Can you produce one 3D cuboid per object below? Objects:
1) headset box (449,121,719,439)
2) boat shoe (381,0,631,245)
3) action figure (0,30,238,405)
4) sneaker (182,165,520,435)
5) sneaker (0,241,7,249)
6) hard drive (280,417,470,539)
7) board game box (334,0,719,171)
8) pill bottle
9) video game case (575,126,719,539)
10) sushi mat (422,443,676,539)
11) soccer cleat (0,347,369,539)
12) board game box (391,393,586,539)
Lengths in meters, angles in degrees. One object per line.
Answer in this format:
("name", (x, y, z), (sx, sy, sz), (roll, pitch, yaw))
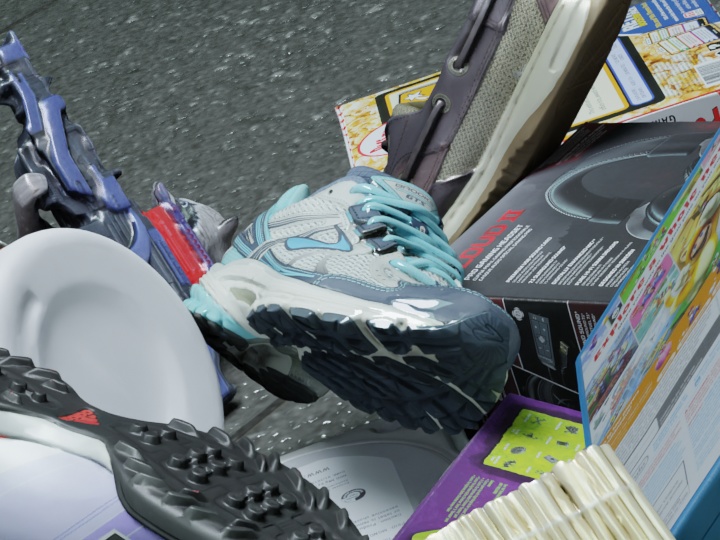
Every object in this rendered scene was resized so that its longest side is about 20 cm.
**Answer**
("headset box", (0.124, 0.006, 0.929), (0.199, 0.078, 0.149), (4, 32, 40))
("boat shoe", (0.042, -0.052, 1.002), (0.065, 0.200, 0.072), (36, 21, 16))
("action figure", (-0.150, 0.002, 1.082), (0.193, 0.201, 0.105), (-20, -16, -19))
("sneaker", (0.000, 0.000, 0.867), (0.087, 0.078, 0.200), (-58, 27, -12))
("sneaker", (-0.212, -0.002, 1.156), (0.200, 0.116, 0.076), (-8, 25, 24))
("hard drive", (-0.008, 0.119, 0.830), (0.139, 0.038, 0.200), (-20, 24, -2))
("board game box", (0.092, -0.069, 1.158), (0.199, 0.046, 0.152), (-18, 23, 3))
("pill bottle", (-0.160, 0.075, 0.902), (0.200, 0.120, 0.120), (-28, 15, 34))
("video game case", (0.113, 0.012, 0.733), (0.143, 0.018, 0.200), (-60, 8, 19))
("sushi mat", (0.075, 0.140, 0.606), (0.095, 0.012, 0.200), (-27, 58, -11))
("soccer cleat", (-0.084, 0.081, 0.751), (0.199, 0.074, 0.068), (19, 16, 26))
("board game box", (0.073, 0.096, 0.729), (0.119, 0.032, 0.200), (10, 20, 17))
